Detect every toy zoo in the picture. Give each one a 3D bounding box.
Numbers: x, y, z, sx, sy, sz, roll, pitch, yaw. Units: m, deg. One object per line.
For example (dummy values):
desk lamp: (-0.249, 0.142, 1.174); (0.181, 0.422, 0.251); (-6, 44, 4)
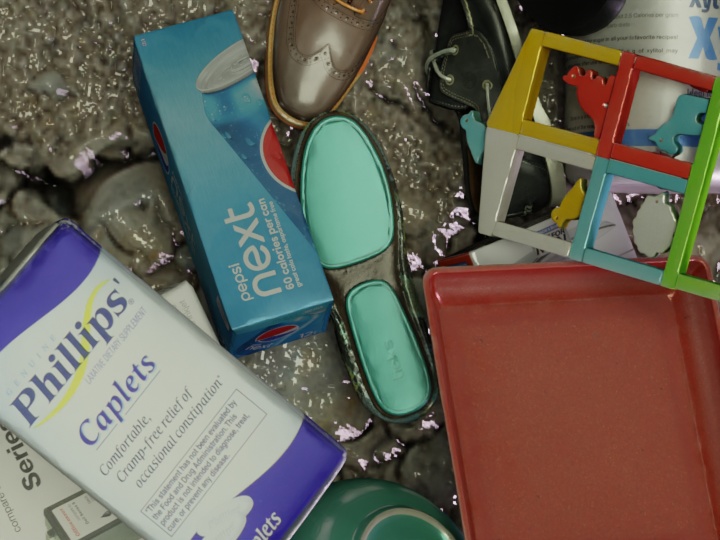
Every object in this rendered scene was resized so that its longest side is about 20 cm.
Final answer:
toy zoo: (0.152, -0.068, 1.406); (0.199, 0.020, 0.132); (17, 96, 21)

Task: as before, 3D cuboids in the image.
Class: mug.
mug: (0.008, 0.191, 1.385); (0.152, 0.114, 0.185); (41, 47, -12)

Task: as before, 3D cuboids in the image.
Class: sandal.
sandal: (0.097, -0.222, 1.452); (0.043, 0.076, 0.201); (0, 47, -44)

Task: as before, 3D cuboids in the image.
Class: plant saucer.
plant saucer: (0.137, 0.094, 1.411); (0.199, 0.037, 0.201); (-3, 74, -21)

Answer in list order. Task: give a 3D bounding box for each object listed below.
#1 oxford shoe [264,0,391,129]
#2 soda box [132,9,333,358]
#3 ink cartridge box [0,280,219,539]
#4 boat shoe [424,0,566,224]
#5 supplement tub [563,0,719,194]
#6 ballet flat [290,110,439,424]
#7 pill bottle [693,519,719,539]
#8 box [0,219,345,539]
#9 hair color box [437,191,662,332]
oxford shoe: (-0.008, -0.187, 1.463); (0.071, 0.073, 0.201); (20, 85, -10)
soda box: (-0.080, -0.053, 1.421); (0.067, 0.064, 0.201); (-16, 74, -12)
ink cartridge box: (-0.166, 0.115, 1.417); (0.199, 0.084, 0.146); (-27, 93, -11)
boat shoe: (0.073, -0.129, 1.479); (0.067, 0.072, 0.201); (-17, 92, -5)
supplement tub: (0.194, -0.152, 1.473); (0.131, 0.132, 0.202); (1, 89, -11)
ballet flat: (0.000, 0.000, 1.464); (0.074, 0.074, 0.202); (-12, 87, -11)
pill bottle: (0.196, 0.211, 1.474); (0.199, 0.111, 0.112); (-23, 93, -12)
box: (-0.127, 0.074, 1.282); (0.200, 0.184, 0.105); (40, 82, -8)
hair color box: (0.141, 0.064, 1.485); (0.110, 0.064, 0.201); (-22, 94, -20)
